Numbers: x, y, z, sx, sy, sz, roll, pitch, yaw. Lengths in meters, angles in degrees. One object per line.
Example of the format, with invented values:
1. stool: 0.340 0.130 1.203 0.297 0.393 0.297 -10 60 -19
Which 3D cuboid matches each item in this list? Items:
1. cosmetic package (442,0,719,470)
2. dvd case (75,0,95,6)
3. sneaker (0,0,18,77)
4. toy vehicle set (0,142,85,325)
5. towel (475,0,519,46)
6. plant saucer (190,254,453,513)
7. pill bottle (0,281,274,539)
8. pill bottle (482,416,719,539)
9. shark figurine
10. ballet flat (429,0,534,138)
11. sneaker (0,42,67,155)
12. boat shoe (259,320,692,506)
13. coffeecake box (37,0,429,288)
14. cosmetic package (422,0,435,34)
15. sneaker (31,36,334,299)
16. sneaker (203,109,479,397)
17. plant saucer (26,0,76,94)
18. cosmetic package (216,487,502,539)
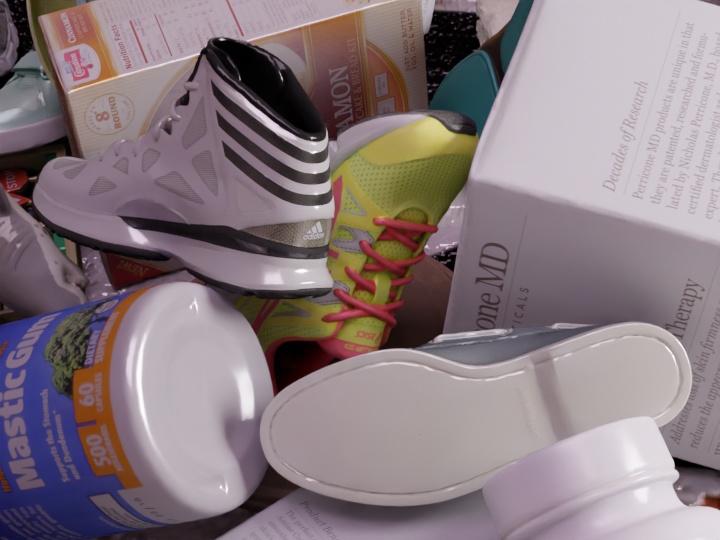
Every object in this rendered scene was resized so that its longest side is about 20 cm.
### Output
1. cosmetic package: 0.160 -0.022 1.011 0.199 0.168 0.167 16 50 7
2. dvd case: -0.067 -0.163 1.159 0.199 0.146 0.022 -2 25 -27
3. sneaker: -0.288 -0.123 1.239 0.099 0.078 0.200 -17 24 30
4. toy vehicle set: -0.220 0.012 1.134 0.124 0.027 0.200 -11 47 -4
5. towel: 0.150 -0.107 1.203 0.132 0.035 0.200 -11 48 -2
6. plant saucer: -0.024 0.046 1.081 0.199 0.030 0.200 -3 46 3
7. pill bottle: -0.150 0.077 0.971 0.200 0.112 0.112 -14 40 32
8. pill bottle: 0.127 0.169 0.842 0.111 0.111 0.200 -19 74 -12
9. shark figurine: -0.231 -0.030 1.051 0.089 0.128 0.214 -42 42 -10
10. ballet flat: 0.098 -0.108 1.123 0.063 0.200 0.069 4 64 -22
11. sneaker: -0.186 -0.152 1.213 0.200 0.118 0.074 -35 26 -30
12. boat shoe: 0.054 0.064 0.932 0.199 0.073 0.062 -11 2 3
13. coffeecake box: -0.066 -0.092 1.128 0.199 0.154 0.073 -17 48 -9
14. cosmetic package: -0.029 -0.236 1.290 0.074 0.102 0.200 -18 47 -32
15. sneaker: -0.084 -0.061 0.988 0.200 0.116 0.076 16 13 40
16. sneaker: 0.000 0.000 1.002 0.078 0.200 0.090 8 47 -39
17. plant saucer: -0.114 -0.164 1.199 0.200 0.200 0.031 -37 21 -26
18. cosmetic package: 0.019 0.143 0.946 0.200 0.074 0.102 -28 50 -22
